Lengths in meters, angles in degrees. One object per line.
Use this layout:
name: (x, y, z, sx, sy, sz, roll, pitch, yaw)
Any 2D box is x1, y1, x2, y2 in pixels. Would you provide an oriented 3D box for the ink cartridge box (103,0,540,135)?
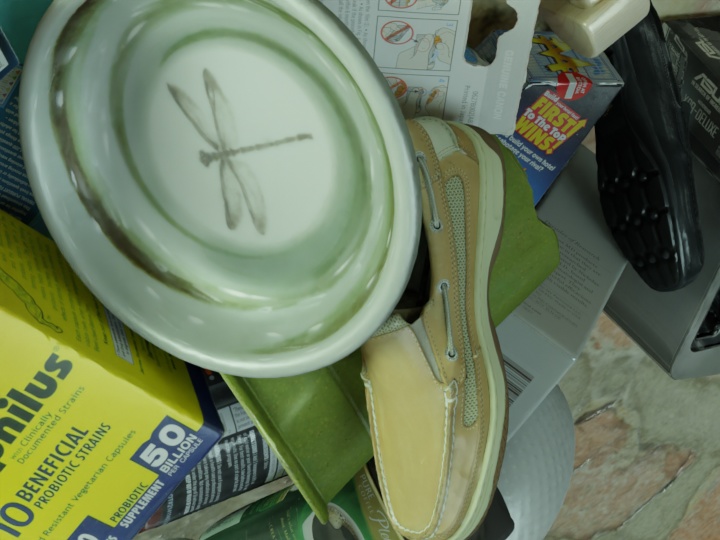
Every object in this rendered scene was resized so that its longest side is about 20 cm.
ink cartridge box: (-0.020, -0.131, 0.703, 0.198, 0.050, 0.161, 0, 145, -4)

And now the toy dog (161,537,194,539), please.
toy dog: (-0.204, 0.191, 0.988, 0.199, 0.096, 0.133, 34, 62, -22)

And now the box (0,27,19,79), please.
box: (-0.257, -0.059, 0.632, 0.200, 0.136, 0.038, -46, 145, -20)

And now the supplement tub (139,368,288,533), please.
supplement tub: (-0.076, 0.085, 0.987, 0.199, 0.107, 0.108, -19, 137, -26)

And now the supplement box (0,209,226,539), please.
supplement box: (-0.181, 0.045, 0.738, 0.199, 0.110, 0.109, 34, 103, -31)

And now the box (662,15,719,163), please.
box: (0.308, -0.097, 1.050, 0.157, 0.201, 0.050, -9, 139, -32)

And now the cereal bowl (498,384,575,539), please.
cereal bowl: (0.043, 0.124, 1.058, 0.200, 0.200, 0.083, -44, 126, 6)

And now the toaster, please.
toaster: (0.277, -0.022, 1.163, 0.180, 0.119, 0.201, -8, 132, -33)

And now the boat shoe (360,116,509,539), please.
boat shoe: (0.022, 0.029, 0.721, 0.076, 0.071, 0.202, 2, 86, -51)

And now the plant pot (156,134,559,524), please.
plant pot: (0.000, 0.000, 0.840, 0.189, 0.200, 0.200, -34, 142, -5)

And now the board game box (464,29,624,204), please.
board game box: (0.048, -0.084, 0.939, 0.200, 0.062, 0.199, -44, 132, 18)

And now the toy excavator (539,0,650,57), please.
toy excavator: (0.042, -0.208, 0.722, 0.100, 0.200, 0.195, -37, 142, -2)

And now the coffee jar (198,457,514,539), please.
coffee jar: (-0.004, 0.165, 0.962, 0.199, 0.105, 0.085, -34, 172, 32)

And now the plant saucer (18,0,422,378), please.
plant saucer: (-0.057, -0.051, 0.689, 0.050, 0.199, 0.201, -46, 158, -52)

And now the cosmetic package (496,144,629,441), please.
cosmetic package: (0.117, 0.013, 1.008, 0.102, 0.071, 0.200, -56, 177, 39)

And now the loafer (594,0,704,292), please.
loafer: (0.183, -0.088, 0.980, 0.070, 0.202, 0.068, -13, 175, -33)

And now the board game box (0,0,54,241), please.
board game box: (-0.181, -0.071, 0.794, 0.200, 0.047, 0.151, -48, 142, 10)
